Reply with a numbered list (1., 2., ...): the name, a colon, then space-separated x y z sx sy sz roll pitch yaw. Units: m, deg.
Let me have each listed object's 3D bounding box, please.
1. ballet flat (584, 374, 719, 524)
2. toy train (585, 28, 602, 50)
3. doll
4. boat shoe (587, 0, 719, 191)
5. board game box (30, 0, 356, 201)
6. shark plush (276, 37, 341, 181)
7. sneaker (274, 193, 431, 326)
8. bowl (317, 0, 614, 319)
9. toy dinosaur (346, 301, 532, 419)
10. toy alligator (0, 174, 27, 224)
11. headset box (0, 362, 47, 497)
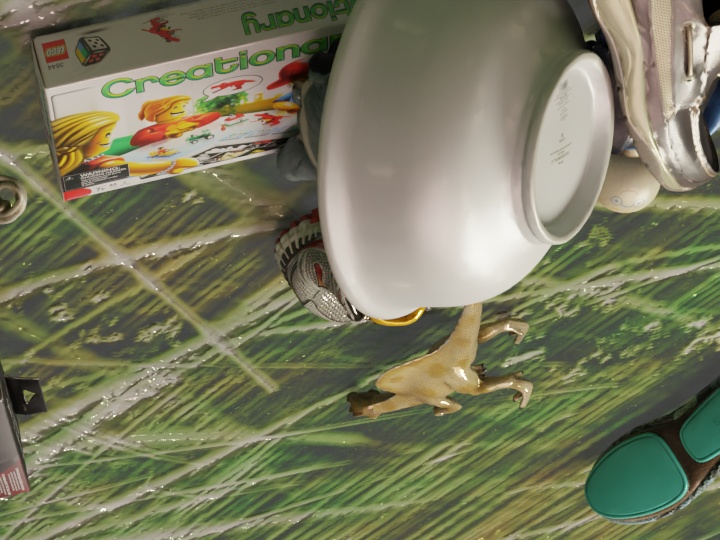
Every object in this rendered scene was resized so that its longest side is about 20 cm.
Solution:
1. ballet flat: 0.250 0.130 2.176 0.074 0.074 0.200 5 152 -39
2. toy train: 0.088 -0.105 1.600 0.200 0.034 0.046 -19 167 4
3. doll: 0.151 -0.110 1.546 0.136 0.048 0.200 -3 137 -12
4. boat shoe: 0.157 -0.116 1.451 0.073 0.075 0.200 -15 137 10
5. board game box: -0.064 -0.098 1.512 0.200 0.035 0.126 -13 156 -7
6. shark plush: 0.011 -0.064 1.485 0.091 0.083 0.200 -13 157 -8
7. sneaker: 0.000 0.000 1.694 0.078 0.082 0.200 -12 167 -11
8. bowl: 0.065 -0.067 1.442 0.090 0.201 0.201 12 168 25
9. toy dinosaur: 0.062 0.060 1.909 0.101 0.058 0.200 -1 152 -29
10. toy alligator: -0.232 -0.007 1.590 0.200 0.059 0.054 -36 -169 35
11. headset box: -0.286 0.091 1.733 0.200 0.077 0.149 -12 156 -6
